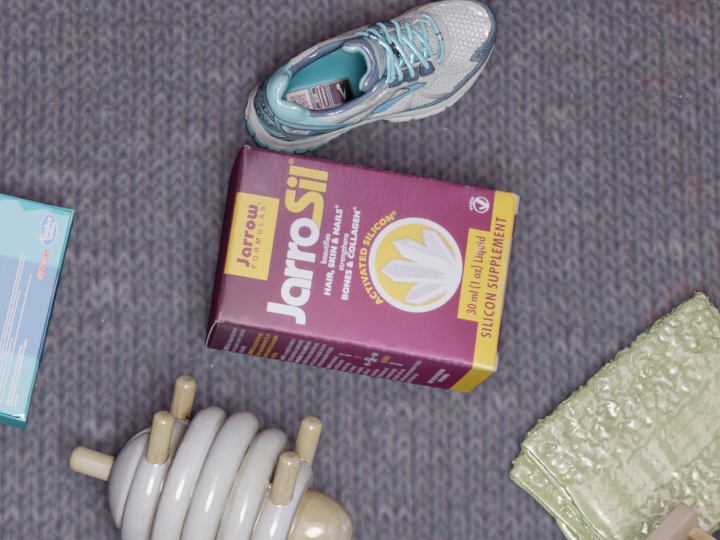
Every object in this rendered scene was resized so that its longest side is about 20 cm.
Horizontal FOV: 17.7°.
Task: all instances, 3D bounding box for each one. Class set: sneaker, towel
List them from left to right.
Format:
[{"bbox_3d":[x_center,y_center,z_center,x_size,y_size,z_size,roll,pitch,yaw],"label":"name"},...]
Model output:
[{"bbox_3d":[0.015,-0.142,1.653,0.199,0.086,0.078,-27,84,-13],"label":"sneaker"},{"bbox_3d":[0.217,0.124,1.653,0.200,0.036,0.149,-42,86,-14],"label":"towel"}]

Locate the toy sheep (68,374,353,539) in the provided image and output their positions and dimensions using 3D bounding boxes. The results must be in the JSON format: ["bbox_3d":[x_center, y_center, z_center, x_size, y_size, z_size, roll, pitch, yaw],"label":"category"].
[{"bbox_3d":[-0.100,0.151,1.553,0.199,0.138,0.139,20,75,10],"label":"toy sheep"}]

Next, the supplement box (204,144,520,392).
[{"bbox_3d":[0.000,0.000,1.612,0.198,0.103,0.132,9,77,-6],"label":"supplement box"}]

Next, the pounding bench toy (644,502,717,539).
[{"bbox_3d":[0.265,0.245,1.549,0.156,0.125,0.200,31,62,34],"label":"pounding bench toy"}]

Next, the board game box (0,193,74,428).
[{"bbox_3d":[-0.311,0.012,1.591,0.198,0.047,0.152,13,77,-5],"label":"board game box"}]
